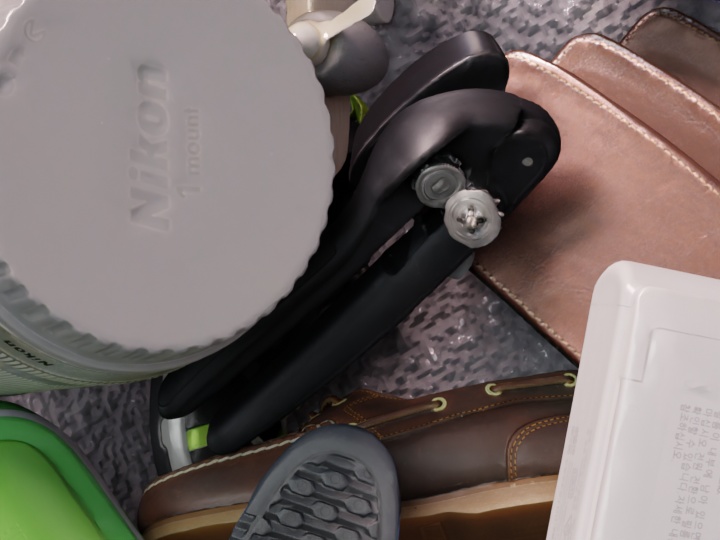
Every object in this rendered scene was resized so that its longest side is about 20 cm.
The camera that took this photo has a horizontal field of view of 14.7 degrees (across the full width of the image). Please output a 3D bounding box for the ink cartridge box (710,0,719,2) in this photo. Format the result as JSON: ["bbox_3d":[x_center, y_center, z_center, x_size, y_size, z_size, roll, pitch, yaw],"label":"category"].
[{"bbox_3d":[0.134,-0.210,1.098,0.094,0.044,0.200,16,89,28],"label":"ink cartridge box"}]

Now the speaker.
[{"bbox_3d":[-0.115,0.130,1.065,0.089,0.088,0.200,-51,39,6],"label":"speaker"}]

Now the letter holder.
[{"bbox_3d":[0.137,-0.013,1.096,0.200,0.101,0.142,43,95,23],"label":"letter holder"}]

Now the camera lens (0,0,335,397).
[{"bbox_3d":[-0.118,-0.034,1.065,0.200,0.160,0.160,-9,73,61],"label":"camera lens"}]

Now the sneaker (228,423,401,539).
[{"bbox_3d":[-0.026,0.155,1.087,0.066,0.078,0.201,11,94,6],"label":"sneaker"}]

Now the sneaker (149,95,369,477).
[{"bbox_3d":[-0.033,0.019,1.173,0.083,0.072,0.201,5,83,20],"label":"sneaker"}]

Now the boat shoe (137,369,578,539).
[{"bbox_3d":[0.008,0.083,1.133,0.199,0.070,0.070,-6,62,-3],"label":"boat shoe"}]

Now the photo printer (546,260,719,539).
[{"bbox_3d":[0.166,0.096,0.978,0.199,0.069,0.167,11,88,-9],"label":"photo printer"}]

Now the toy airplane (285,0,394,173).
[{"bbox_3d":[-0.017,-0.166,1.134,0.141,0.200,0.199,-10,32,46],"label":"toy airplane"}]

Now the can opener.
[{"bbox_3d":[0.000,0.000,1.073,0.063,0.079,0.200,35,111,-15],"label":"can opener"}]
